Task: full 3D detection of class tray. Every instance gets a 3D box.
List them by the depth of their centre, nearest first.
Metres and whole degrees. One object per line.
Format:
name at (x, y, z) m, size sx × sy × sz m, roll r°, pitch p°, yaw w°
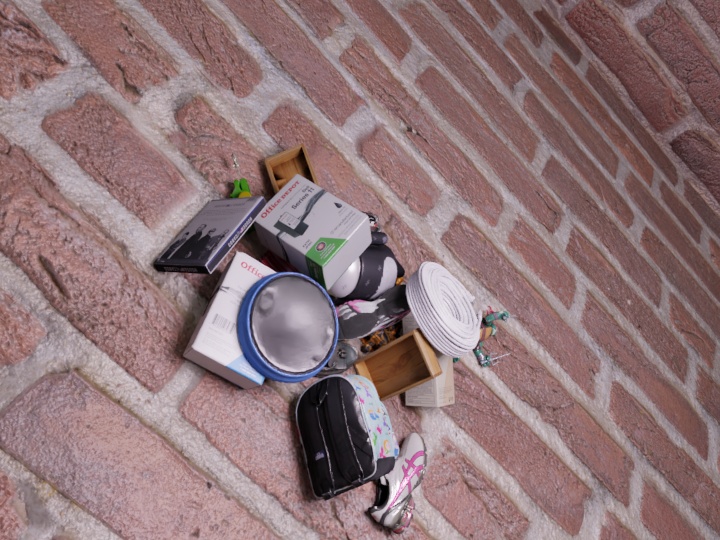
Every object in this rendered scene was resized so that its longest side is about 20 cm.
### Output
tray at (0.074, 0.200, 1.206) m, size 0.036 × 0.198 × 0.101 m, roll -14°, pitch 75°, yaw -46°
tray at (-0.136, -0.171, 1.285) m, size 0.096 × 0.037 × 0.205 m, roll -21°, pitch 67°, yaw 2°

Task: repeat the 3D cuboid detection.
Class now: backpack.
backpack at (-0.029, 0.301, 1.103) m, size 0.149 × 0.175 × 0.205 m, roll 7°, pitch 57°, yaw -58°

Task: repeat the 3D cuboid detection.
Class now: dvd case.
dvd case at (-0.285, -0.071, 1.116) m, size 0.202 × 0.146 × 0.025 m, roll -58°, pitch 136°, yaw -38°

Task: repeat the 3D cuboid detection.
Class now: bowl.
bowl at (-0.127, 0.100, 1.073) m, size 0.195 × 0.039 × 0.208 m, roll 11°, pitch 69°, yaw -30°

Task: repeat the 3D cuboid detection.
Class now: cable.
cable at (0.170, 0.078, 1.200) m, size 0.201 × 0.069 × 0.201 m, roll 48°, pitch 28°, yaw -14°

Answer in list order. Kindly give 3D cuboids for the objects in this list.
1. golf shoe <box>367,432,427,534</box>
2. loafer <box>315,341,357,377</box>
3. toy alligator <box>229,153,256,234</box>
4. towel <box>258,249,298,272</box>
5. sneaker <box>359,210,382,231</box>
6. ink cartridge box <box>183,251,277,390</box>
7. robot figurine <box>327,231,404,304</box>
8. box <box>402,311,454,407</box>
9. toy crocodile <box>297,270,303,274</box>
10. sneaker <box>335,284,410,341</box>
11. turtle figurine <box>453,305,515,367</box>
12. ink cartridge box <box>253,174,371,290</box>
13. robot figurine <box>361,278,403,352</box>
golf shoe at (0.079, 0.417, 1.190) m, size 0.091 × 0.072 × 0.204 m, roll 34°, pitch 52°, yaw -15°
loafer at (-0.080, 0.178, 1.195) m, size 0.195 × 0.063 × 0.074 m, roll 1°, pitch 67°, yaw -36°
toy alligator at (-0.251, -0.147, 1.237) m, size 0.053 × 0.059 × 0.205 m, roll -25°, pitch 82°, yaw 0°
towel at (-0.184, 0.054, 1.207) m, size 0.145 × 0.022 × 0.201 m, roll 46°, pitch 49°, yaw -10°
sneaker at (-0.002, -0.113, 1.325) m, size 0.079 × 0.080 × 0.199 m, roll 64°, pitch 12°, yaw 14°
ink cartridge box at (-0.219, 0.094, 1.092) m, size 0.143 × 0.083 × 0.205 m, roll 31°, pitch 61°, yaw -19°
robot figurine at (0.000, -0.002, 1.253) m, size 0.195 × 0.123 × 0.156 m, roll 5°, pitch 84°, yaw -38°
box at (0.150, 0.193, 1.298) m, size 0.077 × 0.093 × 0.208 m, roll 6°, pitch 81°, yaw -50°
toy crocodile at (-0.101, 0.078, 1.192) m, size 0.066 × 0.062 × 0.205 m, roll 12°, pitch 48°, yaw -24°
sneaker at (0.028, 0.104, 1.238) m, size 0.193 × 0.087 × 0.083 m, roll -17°, pitch 65°, yaw 0°
turtle figurine at (0.306, 0.165, 1.470) m, size 0.195 × 0.100 × 0.155 m, roll -9°, pitch 113°, yaw -37°
ink cartridge box at (-0.096, -0.080, 1.154) m, size 0.197 × 0.084 × 0.147 m, roll 31°, pitch 65°, yaw 25°
robot figurine at (0.062, 0.109, 1.337) m, size 0.145 × 0.058 × 0.201 m, roll 44°, pitch 49°, yaw -7°
